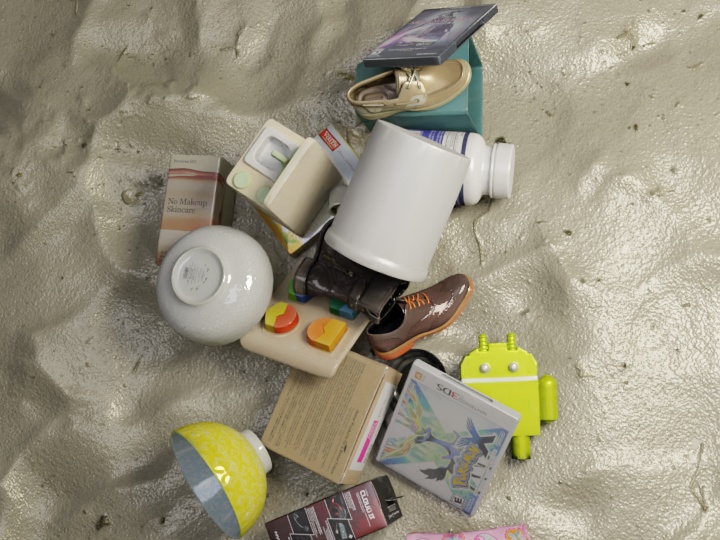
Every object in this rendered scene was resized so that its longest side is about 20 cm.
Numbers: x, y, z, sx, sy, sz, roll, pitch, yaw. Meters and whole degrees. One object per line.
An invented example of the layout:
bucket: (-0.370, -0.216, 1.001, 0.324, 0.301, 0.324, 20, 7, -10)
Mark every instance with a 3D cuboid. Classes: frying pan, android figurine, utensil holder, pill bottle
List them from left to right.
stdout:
frying pan: (0.062, 0.207, 1.451, 0.190, 0.031, 0.115, -37, 68, 14)
utensil holder: (0.059, -0.107, 1.346, 0.169, 0.170, 0.201, 27, 103, 16)
pill bottle: (0.150, -0.169, 1.461, 0.199, 0.120, 0.120, 6, 80, 13)
android figurine: (0.220, 0.199, 1.397, 0.181, 0.041, 0.201, -1, 88, 2)

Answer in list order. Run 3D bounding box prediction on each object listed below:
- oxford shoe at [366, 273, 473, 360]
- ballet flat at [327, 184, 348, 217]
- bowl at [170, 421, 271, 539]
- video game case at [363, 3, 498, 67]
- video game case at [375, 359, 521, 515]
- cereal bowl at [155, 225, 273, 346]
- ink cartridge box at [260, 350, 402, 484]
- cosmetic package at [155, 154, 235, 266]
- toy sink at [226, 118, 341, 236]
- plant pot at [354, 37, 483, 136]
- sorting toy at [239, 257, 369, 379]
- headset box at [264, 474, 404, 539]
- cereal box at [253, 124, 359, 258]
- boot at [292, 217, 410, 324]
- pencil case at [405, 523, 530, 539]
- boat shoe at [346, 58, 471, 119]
oxford shoe: (0.098, 0.066, 1.438, 0.200, 0.073, 0.071, -39, 48, -4)
ballet flat: (0.033, -0.076, 1.477, 0.199, 0.069, 0.070, 26, 85, 1)
bowl: (-0.209, 0.318, 1.429, 0.107, 0.200, 0.200, -31, 71, -27)
video game case: (0.114, -0.377, 1.416, 0.142, 0.019, 0.200, 7, 41, 36)
video game case: (0.132, 0.262, 1.378, 0.182, 0.022, 0.201, 27, 118, 16)
cereal bowl: (-0.247, 0.019, 1.435, 0.199, 0.083, 0.201, -3, 76, 14)
ink cartridge box: (-0.047, 0.224, 1.436, 0.164, 0.075, 0.201, 21, 84, 27)
cosmetic package: (-0.288, -0.096, 1.560, 0.103, 0.087, 0.201, 2, 79, 14)
toy sink: (-0.129, -0.156, 1.437, 0.112, 0.200, 0.131, 33, 88, 15)
plant pot: (0.097, -0.301, 1.493, 0.199, 0.141, 0.142, -1, 78, 17)
sorting toy: (-0.077, 0.069, 1.453, 0.184, 0.037, 0.200, 16, 55, 26)
headset box: (-0.028, 0.384, 1.375, 0.199, 0.149, 0.075, -24, 76, 6)
cereal box: (-0.083, -0.139, 1.548, 0.200, 0.040, 0.144, -38, 75, 2)
boot: (0.000, 0.000, 1.450, 0.173, 0.069, 0.200, 15, 49, 18)
pencil case: (0.167, 0.438, 1.355, 0.199, 0.087, 0.088, -6, 78, 10)
boat shoe: (0.075, -0.291, 1.392, 0.199, 0.065, 0.073, -11, 75, 21)
